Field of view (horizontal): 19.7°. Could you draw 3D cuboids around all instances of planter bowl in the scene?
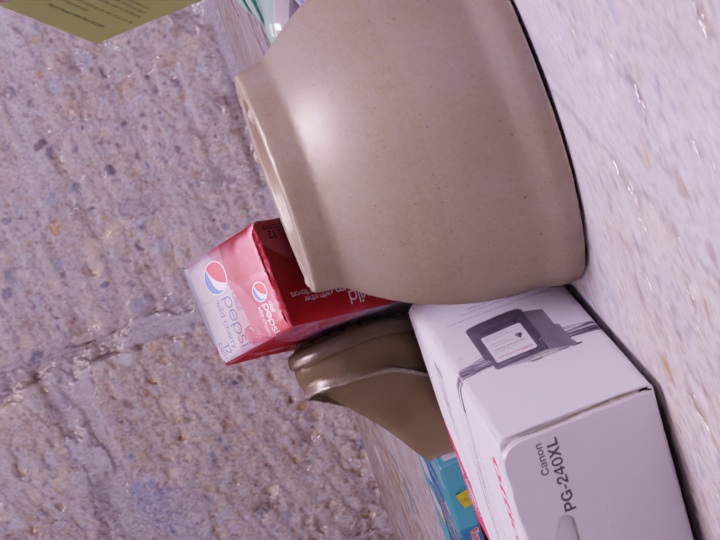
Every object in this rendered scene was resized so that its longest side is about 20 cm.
[{"bbox_3d":[0.015,-0.067,1.064,0.200,0.134,0.201,160,90,-85],"label":"planter bowl"}]

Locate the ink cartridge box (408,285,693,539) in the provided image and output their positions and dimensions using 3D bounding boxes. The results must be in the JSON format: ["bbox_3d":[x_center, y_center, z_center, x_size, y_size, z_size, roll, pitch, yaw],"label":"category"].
[{"bbox_3d":[0.102,0.099,1.075,0.200,0.083,0.146,-122,13,-68],"label":"ink cartridge box"}]

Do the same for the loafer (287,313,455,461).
[{"bbox_3d":[0.043,0.072,1.201,0.076,0.200,0.068,-27,64,42],"label":"loafer"}]

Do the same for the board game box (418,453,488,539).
[{"bbox_3d":[0.098,0.214,1.866,0.151,0.047,0.200,-119,10,-63],"label":"board game box"}]

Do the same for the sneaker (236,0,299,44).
[{"bbox_3d":[-0.104,-0.228,1.725,0.201,0.118,0.074,-102,-6,-50],"label":"sneaker"}]

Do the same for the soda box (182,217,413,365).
[{"bbox_3d":[0.000,0.000,1.192,0.070,0.200,0.064,-30,78,43],"label":"soda box"}]

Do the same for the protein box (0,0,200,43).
[{"bbox_3d":[-0.125,-0.249,1.282,0.199,0.200,0.135,2,-113,-80],"label":"protein box"}]

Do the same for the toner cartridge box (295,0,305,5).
[{"bbox_3d":[-0.033,-0.185,1.129,0.095,0.043,0.200,43,179,37],"label":"toner cartridge box"}]
